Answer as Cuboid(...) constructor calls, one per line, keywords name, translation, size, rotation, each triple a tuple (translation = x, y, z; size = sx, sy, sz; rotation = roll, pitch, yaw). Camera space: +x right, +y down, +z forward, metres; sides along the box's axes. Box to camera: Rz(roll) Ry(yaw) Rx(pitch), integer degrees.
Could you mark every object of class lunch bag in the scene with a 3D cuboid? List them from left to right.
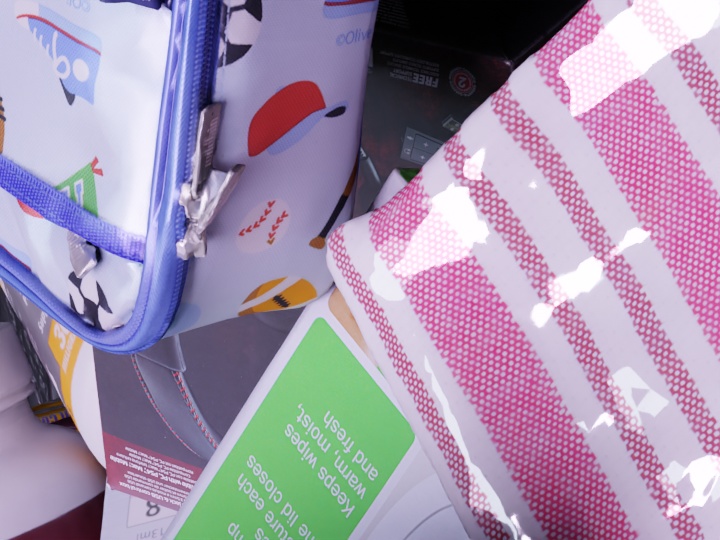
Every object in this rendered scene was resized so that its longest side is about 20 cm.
Cuboid(name="lunch bag", translation=(-0.075, -0.073, 0.695), size=(0.200, 0.075, 0.161), rotation=(34, 125, 40))

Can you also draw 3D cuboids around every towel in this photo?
Cuboid(name="towel", translation=(0.084, -0.009, 0.595), size=(0.200, 0.030, 0.147), rotation=(-43, 58, 24))

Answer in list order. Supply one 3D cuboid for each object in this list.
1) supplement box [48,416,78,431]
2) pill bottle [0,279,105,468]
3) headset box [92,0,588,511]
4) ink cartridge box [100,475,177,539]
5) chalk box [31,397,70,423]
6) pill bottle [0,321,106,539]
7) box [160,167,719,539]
Cuboid(name="supplement box", translation=(-0.047, 0.143, 1.144), size=(0.110, 0.085, 0.201), rotation=(169, 86, -70))
Cuboid(name="pill bottle", translation=(-0.079, -0.022, 1.064), size=(0.200, 0.116, 0.117), rotation=(-125, 27, -43))
Cuboid(name="headset box", translation=(0.000, 0.000, 0.833), size=(0.148, 0.075, 0.201), rotation=(17, 127, 28))
Cuboid(name="ink cartridge box", translation=(-0.036, 0.180, 0.972), size=(0.200, 0.057, 0.163), rotation=(-92, -23, -45))
Cuboid(name="chalk box", translation=(-0.116, 0.156, 1.290), size=(0.125, 0.124, 0.201), rotation=(-10, 97, 70))
Cuboid(name="pill bottle", translation=(-0.127, 0.126, 1.040), size=(0.201, 0.113, 0.113), rotation=(70, 161, -5))
Cuboid(name="box", translation=(0.050, 0.106, 0.697), size=(0.200, 0.097, 0.177), rotation=(51, 120, 31))
